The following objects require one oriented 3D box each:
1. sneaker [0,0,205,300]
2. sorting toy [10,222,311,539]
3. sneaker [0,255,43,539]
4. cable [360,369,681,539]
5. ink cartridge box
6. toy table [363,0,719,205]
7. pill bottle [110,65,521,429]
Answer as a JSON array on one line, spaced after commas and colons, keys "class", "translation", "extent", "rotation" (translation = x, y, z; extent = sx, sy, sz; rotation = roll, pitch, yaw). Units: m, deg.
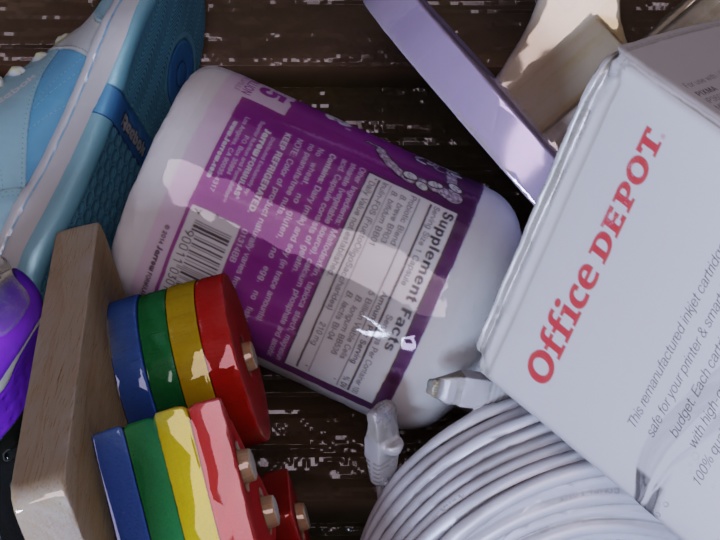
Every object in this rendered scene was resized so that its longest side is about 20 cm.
[{"class": "sneaker", "translation": [-0.155, -0.071, 0.806], "extent": [0.129, 0.080, 0.201], "rotation": [13, 61, 19]}, {"class": "sorting toy", "translation": [-0.058, 0.103, 0.689], "extent": [0.069, 0.200, 0.201], "rotation": [-15, 116, 3]}, {"class": "sneaker", "translation": [-0.141, 0.071, 0.742], "extent": [0.099, 0.200, 0.070], "rotation": [32, 53, -2]}, {"class": "cable", "translation": [0.093, 0.142, 0.756], "extent": [0.198, 0.069, 0.202], "rotation": [1, 116, -9]}, {"class": "ink cartridge box", "translation": [0.154, 0.027, 0.640], "extent": [0.200, 0.084, 0.147], "rotation": [39, 126, 24]}, {"class": "toy table", "translation": [0.109, -0.079, 0.780], "extent": [0.117, 0.184, 0.200], "rotation": [-41, 102, 9]}, {"class": "pill bottle", "translation": [0.000, 0.000, 0.787], "extent": [0.198, 0.112, 0.113], "rotation": [24, 82, -1]}]
